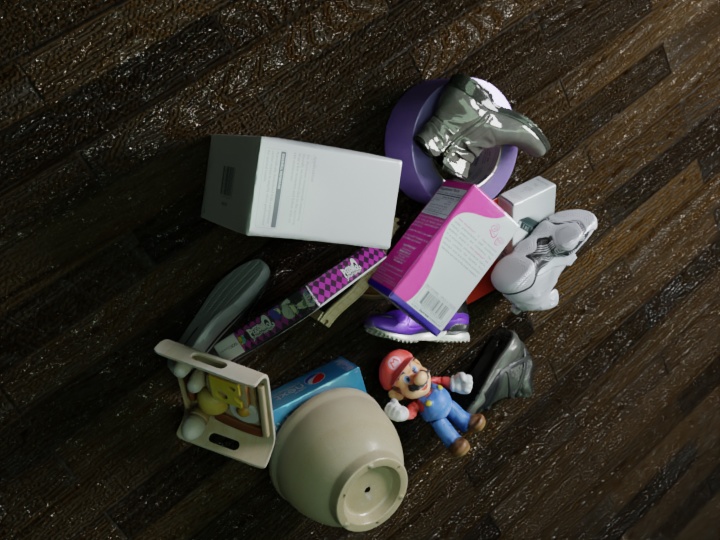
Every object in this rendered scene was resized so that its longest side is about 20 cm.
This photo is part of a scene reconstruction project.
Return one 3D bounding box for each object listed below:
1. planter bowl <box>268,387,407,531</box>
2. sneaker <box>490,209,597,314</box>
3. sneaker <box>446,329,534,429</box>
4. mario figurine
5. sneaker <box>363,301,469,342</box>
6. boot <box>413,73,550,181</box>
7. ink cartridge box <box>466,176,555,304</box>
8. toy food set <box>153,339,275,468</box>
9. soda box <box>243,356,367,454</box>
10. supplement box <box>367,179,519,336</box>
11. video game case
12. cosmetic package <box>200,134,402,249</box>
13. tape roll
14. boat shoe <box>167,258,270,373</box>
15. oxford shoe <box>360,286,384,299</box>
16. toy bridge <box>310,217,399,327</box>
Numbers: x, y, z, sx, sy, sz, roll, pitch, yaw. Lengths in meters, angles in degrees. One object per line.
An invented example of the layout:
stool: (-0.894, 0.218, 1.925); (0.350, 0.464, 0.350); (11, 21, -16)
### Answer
planter bowl: (-0.015, 0.291, 1.101); (0.200, 0.135, 0.201); (-14, 117, -29)
sneaker: (0.309, -0.010, 1.244); (0.200, 0.075, 0.115); (-38, 137, -4)
sneaker: (0.236, 0.213, 1.319); (0.114, 0.076, 0.200); (46, 72, -21)
mario figurine: (0.113, 0.204, 1.200); (0.200, 0.124, 0.106); (43, 117, -8)
sneaker: (0.094, 0.064, 1.222); (0.200, 0.070, 0.100); (5, 91, -33)
boot: (0.177, -0.188, 1.124); (0.200, 0.068, 0.131); (29, 91, -22)
ink cartridge box: (0.242, -0.036, 1.254); (0.173, 0.044, 0.200); (-27, 132, -23)
toy food set: (-0.194, 0.183, 1.003); (0.200, 0.143, 0.060); (92, 20, -47)
soda box: (-0.090, 0.208, 1.148); (0.200, 0.064, 0.068); (-24, 111, -22)
supplement box: (0.119, -0.022, 1.099); (0.101, 0.103, 0.200); (39, 88, -21)
video game case: (-0.076, 0.040, 1.011); (0.036, 0.181, 0.200); (56, 33, -2)
cosmetic package: (-0.083, -0.108, 1.008); (0.200, 0.199, 0.123); (6, 97, -29)
tape roll: (0.143, -0.198, 1.181); (0.199, 0.085, 0.201); (-7, 104, -27)
boat shoe: (-0.189, 0.074, 1.072); (0.200, 0.072, 0.071); (-50, 127, 1)
oxford shoe: (0.082, -0.011, 1.181); (0.200, 0.071, 0.071); (-20, 115, -10)
toy bridge: (0.000, 0.000, 1.152); (0.027, 0.067, 0.200); (39, 81, -29)
